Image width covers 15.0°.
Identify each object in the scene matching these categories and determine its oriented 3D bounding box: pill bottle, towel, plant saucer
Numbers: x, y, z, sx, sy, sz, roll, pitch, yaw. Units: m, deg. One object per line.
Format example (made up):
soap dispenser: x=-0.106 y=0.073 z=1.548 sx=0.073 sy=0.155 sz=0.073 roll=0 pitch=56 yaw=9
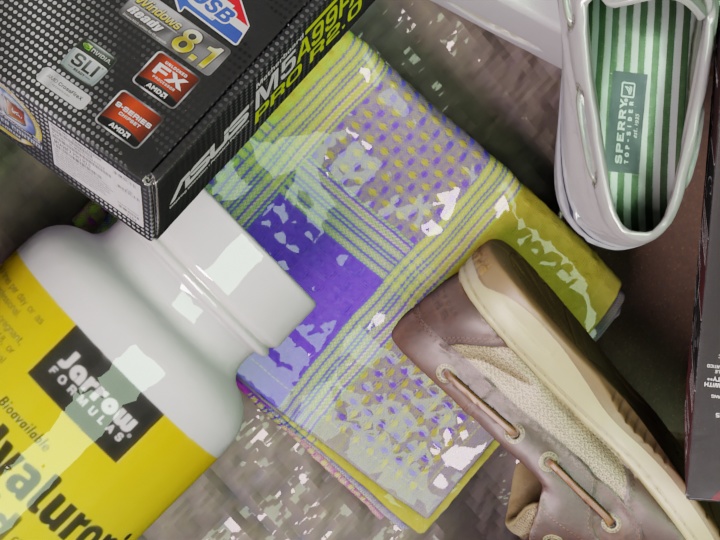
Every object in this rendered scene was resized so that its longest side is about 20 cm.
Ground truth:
pill bottle: x=-0.115 y=0.054 z=1.035 sx=0.200 sy=0.111 sz=0.111 roll=-45 pitch=112 yaw=-1
towel: x=0.000 y=0.000 z=1.110 sx=0.144 sy=0.023 sz=0.200 roll=-45 pitch=109 yaw=6
plant saucer: x=0.165 y=-0.003 z=1.190 sx=0.199 sy=0.034 sz=0.202 roll=-4 pitch=100 yaw=-21

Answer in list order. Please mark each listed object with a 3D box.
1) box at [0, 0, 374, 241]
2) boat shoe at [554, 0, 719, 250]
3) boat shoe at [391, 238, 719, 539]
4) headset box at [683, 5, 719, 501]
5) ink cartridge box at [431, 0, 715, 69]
box: x=-0.100 y=-0.128 z=0.977 sx=0.200 sy=0.044 sz=0.160 roll=36 pitch=67 yaw=14
boat shoe: x=0.109 y=-0.107 z=1.020 sx=0.073 sy=0.067 sz=0.201 roll=-4 pitch=96 yaw=-9
boat shoe: x=0.089 y=0.083 z=1.106 sx=0.072 sy=0.072 sz=0.200 roll=-37 pitch=106 yaw=11
headset box: x=0.203 y=0.008 z=1.053 sx=0.148 sy=0.077 sz=0.201 roll=3 pitch=114 yaw=5
ink cartridge box: x=0.102 y=-0.186 z=1.090 sx=0.145 sy=0.083 sz=0.201 roll=26 pitch=89 yaw=-11
